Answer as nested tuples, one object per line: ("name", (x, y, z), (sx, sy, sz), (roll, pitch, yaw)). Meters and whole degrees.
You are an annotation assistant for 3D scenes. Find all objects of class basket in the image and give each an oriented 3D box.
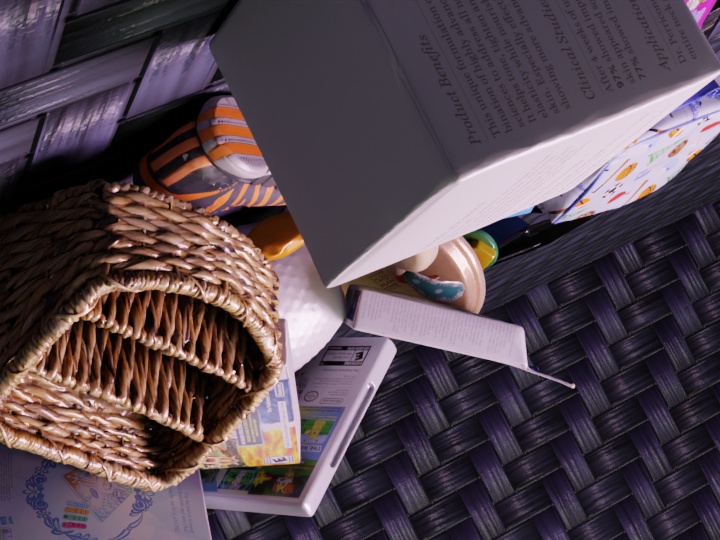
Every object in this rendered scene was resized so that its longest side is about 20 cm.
("basket", (-0.141, 0.048, 1.060), (0.142, 0.150, 0.200), (-16, 151, 30))

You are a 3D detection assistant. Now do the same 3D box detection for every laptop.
("laptop", (0.134, -0.068, 1.640), (0.187, 0.117, 0.200), (-20, 171, -45))

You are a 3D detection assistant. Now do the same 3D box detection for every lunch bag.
("lunch bag", (0.258, -0.126, 1.502), (0.199, 0.076, 0.160), (-24, 162, -32))

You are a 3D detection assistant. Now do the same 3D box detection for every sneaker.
("sneaker", (-0.090, -0.069, 1.124), (0.111, 0.078, 0.199), (-27, 162, 25))

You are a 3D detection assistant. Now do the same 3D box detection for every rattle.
("rattle", (0.000, 0.000, 1.356), (0.144, 0.129, 0.201), (-60, 154, -26))

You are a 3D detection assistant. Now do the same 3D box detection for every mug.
("mug", (-0.114, 0.028, 1.430), (0.174, 0.149, 0.200), (-27, -157, -7))

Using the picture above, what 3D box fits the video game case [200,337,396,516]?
("video game case", (-0.081, 0.136, 1.441), (0.199, 0.022, 0.183), (-3, -133, 40))

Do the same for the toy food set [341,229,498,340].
("toy food set", (0.032, -0.004, 1.555), (0.200, 0.197, 0.049), (-49, -169, 48))

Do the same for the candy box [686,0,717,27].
("candy box", (0.173, -0.185, 1.069), (0.199, 0.061, 0.137), (-32, 158, -36))

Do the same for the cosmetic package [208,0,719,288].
("cosmetic package", (0.054, -0.120, 0.903), (0.199, 0.168, 0.166), (-22, 171, -31))

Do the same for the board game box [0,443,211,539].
("board game box", (-0.235, 0.185, 1.361), (0.197, 0.201, 0.044), (2, 122, -15))

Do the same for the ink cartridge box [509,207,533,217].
("ink cartridge box", (0.133, -0.140, 1.241), (0.115, 0.068, 0.201), (-14, 137, -60))

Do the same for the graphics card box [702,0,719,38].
("graphics card box", (0.253, -0.205, 1.447), (0.125, 0.051, 0.200), (-27, 173, -1))

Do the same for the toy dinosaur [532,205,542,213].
("toy dinosaur", (0.098, -0.086, 1.560), (0.135, 0.103, 0.200), (-14, -160, 26))

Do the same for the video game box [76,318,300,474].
("video game box", (-0.141, 0.103, 1.267), (0.180, 0.047, 0.200), (-1, 152, 1))

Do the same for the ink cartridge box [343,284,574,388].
("ink cartridge box", (0.085, 0.054, 1.435), (0.198, 0.041, 0.200), (15, 179, -4))
